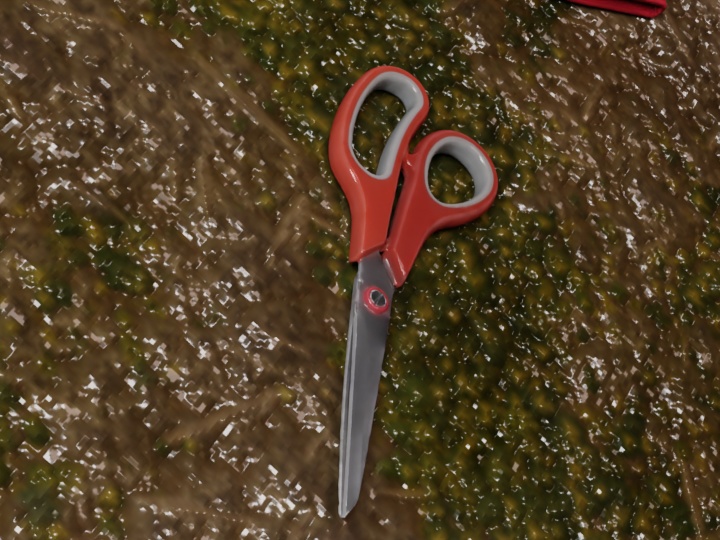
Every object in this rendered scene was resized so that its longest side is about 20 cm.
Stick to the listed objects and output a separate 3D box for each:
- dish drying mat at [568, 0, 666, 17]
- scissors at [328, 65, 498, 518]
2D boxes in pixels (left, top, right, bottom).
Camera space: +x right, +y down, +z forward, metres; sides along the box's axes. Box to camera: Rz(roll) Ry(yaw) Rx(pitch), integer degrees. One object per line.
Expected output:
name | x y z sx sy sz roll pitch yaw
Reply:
dish drying mat | 0.088 -0.209 0.972 0.077 0.018 0.201 4 59 -34
scissors | 0.000 0.000 0.772 0.073 0.014 0.200 38 47 -13
